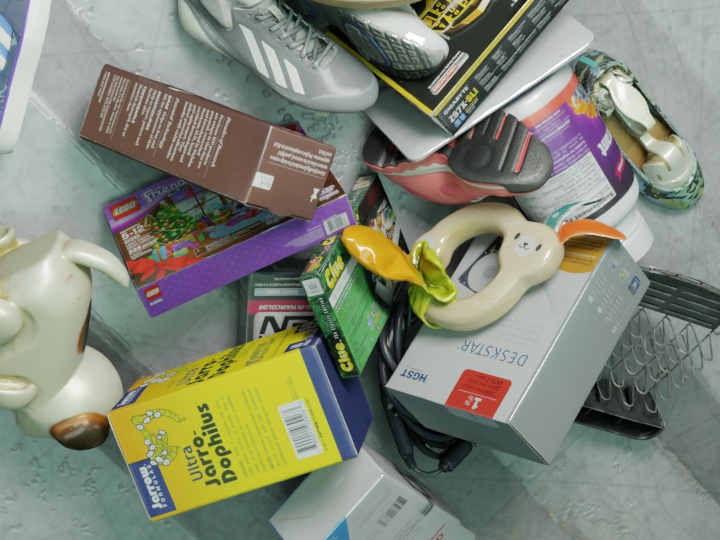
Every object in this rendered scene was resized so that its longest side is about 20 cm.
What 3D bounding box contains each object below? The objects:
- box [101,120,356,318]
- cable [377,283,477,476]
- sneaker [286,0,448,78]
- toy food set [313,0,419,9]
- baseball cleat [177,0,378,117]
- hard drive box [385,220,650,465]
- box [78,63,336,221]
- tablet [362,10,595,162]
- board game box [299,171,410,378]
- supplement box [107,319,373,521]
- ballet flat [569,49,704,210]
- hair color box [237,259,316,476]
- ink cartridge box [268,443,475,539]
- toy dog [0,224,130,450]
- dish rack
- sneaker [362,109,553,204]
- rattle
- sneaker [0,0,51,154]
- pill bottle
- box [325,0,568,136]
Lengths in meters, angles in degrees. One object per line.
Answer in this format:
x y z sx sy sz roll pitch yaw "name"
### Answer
-0.120 -0.049 1.407 0.200 0.137 0.039 -25 129 -7 "box"
0.088 0.091 1.514 0.163 0.051 0.200 -29 117 -21 "cable"
0.008 -0.240 1.376 0.087 0.200 0.075 -44 148 -10 "sneaker"
0.007 -0.291 1.356 0.198 0.200 0.049 -16 133 -17 "toy food set"
-0.073 -0.207 1.371 0.200 0.107 0.070 25 58 8 "baseball cleat"
0.143 0.058 1.425 0.077 0.156 0.200 46 66 -39 "hard drive box"
-0.132 -0.110 1.349 0.100 0.200 0.075 13 100 -58 "box"
0.103 -0.180 1.436 0.200 0.130 0.014 -33 127 -4 "tablet"
0.000 0.000 1.423 0.023 0.200 0.105 -10 115 22 "board game box"
-0.104 0.130 1.407 0.200 0.109 0.110 -19 100 11 "supplement box"
0.272 -0.129 1.518 0.200 0.074 0.074 43 91 -19 "ballet flat"
-0.066 0.092 1.496 0.099 0.061 0.200 0 104 -13 "hair color box"
0.015 0.249 1.524 0.116 0.067 0.200 -48 140 1 "ink cartridge box"
-0.281 0.065 1.405 0.194 0.140 0.200 -19 120 -1 "toy dog"
0.266 0.077 1.525 0.153 0.055 0.200 16 136 -20 "dish rack"
0.100 -0.096 1.434 0.087 0.200 0.074 44 66 -45 "sneaker"
0.109 -0.039 1.372 0.200 0.130 0.143 -18 124 31 "rattle"
-0.350 -0.201 1.346 0.146 0.081 0.200 11 106 -20 "sneaker"
0.193 -0.091 1.486 0.111 0.111 0.200 -35 109 -3 "pill bottle"
0.087 -0.241 1.402 0.200 0.160 0.049 -49 142 2 "box"
